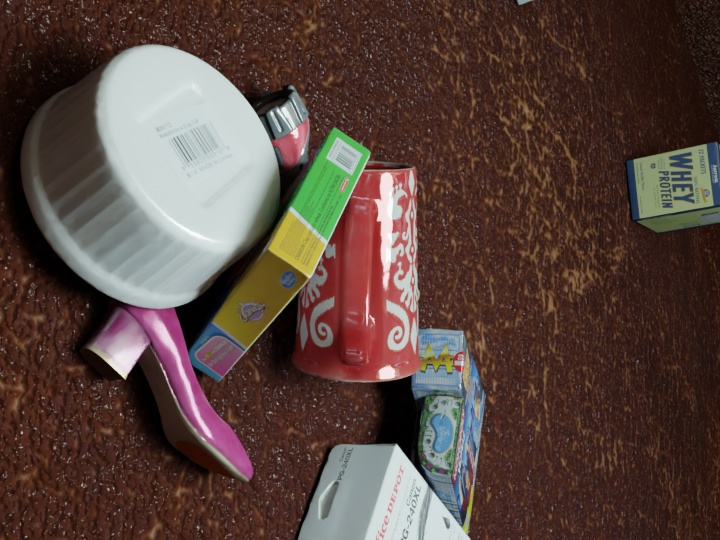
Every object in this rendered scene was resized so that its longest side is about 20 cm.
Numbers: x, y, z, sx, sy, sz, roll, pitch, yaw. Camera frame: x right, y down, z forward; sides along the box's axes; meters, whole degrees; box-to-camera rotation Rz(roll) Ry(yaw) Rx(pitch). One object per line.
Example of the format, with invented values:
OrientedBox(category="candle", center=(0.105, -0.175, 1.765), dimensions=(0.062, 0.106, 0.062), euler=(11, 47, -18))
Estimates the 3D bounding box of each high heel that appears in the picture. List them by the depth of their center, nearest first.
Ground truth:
OrientedBox(category="high heel", center=(-0.144, 0.093, 0.793), dimensions=(0.200, 0.067, 0.096), euler=(47, 55, -22))

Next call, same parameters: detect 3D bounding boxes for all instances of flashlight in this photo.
OrientedBox(category="flashlight", center=(-0.055, -0.092, 0.978), dimensions=(0.201, 0.067, 0.068), euler=(63, -3, -30))

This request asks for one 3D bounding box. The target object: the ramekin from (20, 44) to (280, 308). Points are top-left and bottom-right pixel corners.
OrientedBox(category="ramekin", center=(-0.157, -0.080, 0.743), dimensions=(0.200, 0.097, 0.202), euler=(29, 48, -37))

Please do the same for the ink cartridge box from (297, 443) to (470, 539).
OrientedBox(category="ink cartridge box", center=(0.029, 0.299, 0.983), dimensions=(0.201, 0.083, 0.146), euler=(55, 41, -35))

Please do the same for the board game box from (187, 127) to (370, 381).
OrientedBox(category="board game box", center=(-0.075, -0.010, 0.808), dimensions=(0.040, 0.200, 0.154), euler=(32, 49, -10))

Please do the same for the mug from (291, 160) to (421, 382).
OrientedBox(category="mug", center=(0.009, -0.001, 0.907), dimensions=(0.132, 0.177, 0.203), euler=(-3, 102, -26))

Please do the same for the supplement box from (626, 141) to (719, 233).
OrientedBox(category="supplement box", center=(0.716, -0.176, 2.037), dimensions=(0.199, 0.198, 0.136), euler=(12, 71, -55))

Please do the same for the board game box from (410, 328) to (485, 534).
OrientedBox(category="board game box", center=(0.096, 0.170, 1.073), dimensions=(0.201, 0.061, 0.201), euler=(72, 24, -46))

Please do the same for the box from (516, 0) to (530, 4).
OrientedBox(category="box", center=(0.362, -0.583, 1.605), dimensions=(0.132, 0.197, 0.201), euler=(62, 38, -26))
